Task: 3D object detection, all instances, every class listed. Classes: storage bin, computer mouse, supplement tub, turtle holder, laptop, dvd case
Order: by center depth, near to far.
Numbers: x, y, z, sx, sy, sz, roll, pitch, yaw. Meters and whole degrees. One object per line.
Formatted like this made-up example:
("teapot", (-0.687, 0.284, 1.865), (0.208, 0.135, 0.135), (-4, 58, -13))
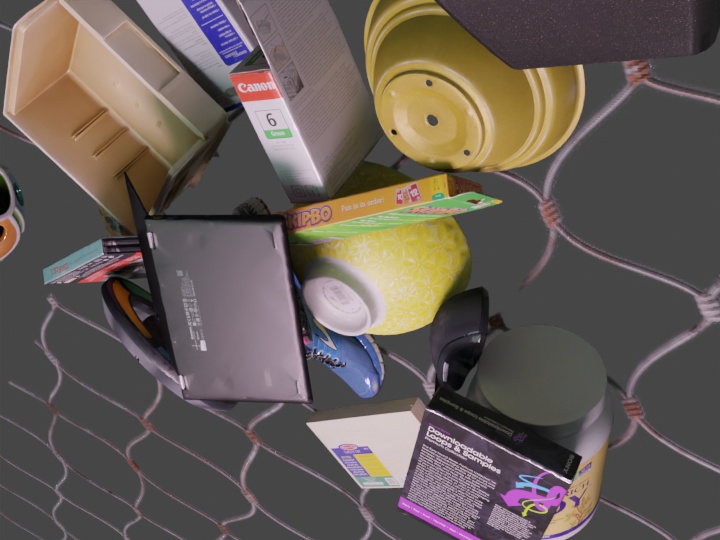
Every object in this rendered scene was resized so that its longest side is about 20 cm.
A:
("laptop", (-0.137, 0.013, 0.932), (0.199, 0.116, 0.188), (0, 118, 15))
("computer mouse", (0.083, 0.105, 0.984), (0.046, 0.141, 0.200), (9, 156, -3))
("storage bin", (-0.247, -0.157, 0.999), (0.200, 0.094, 0.199), (44, 153, -4))
("supplement tub", (0.178, 0.167, 1.004), (0.145, 0.146, 0.201), (18, 140, 22))
("dvd case", (-0.231, -0.015, 1.111), (0.146, 0.199, 0.022), (-19, 78, 48))
("turtle holder", (-0.494, -0.098, 1.274), (0.140, 0.186, 0.132), (18, 154, -32))

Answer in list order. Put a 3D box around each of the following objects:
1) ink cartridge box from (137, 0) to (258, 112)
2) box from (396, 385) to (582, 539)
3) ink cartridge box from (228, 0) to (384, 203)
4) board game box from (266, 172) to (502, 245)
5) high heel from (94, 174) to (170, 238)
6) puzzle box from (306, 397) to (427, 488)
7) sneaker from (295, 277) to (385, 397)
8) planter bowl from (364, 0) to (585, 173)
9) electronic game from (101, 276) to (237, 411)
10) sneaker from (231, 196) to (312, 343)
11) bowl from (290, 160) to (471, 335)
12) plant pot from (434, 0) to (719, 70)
("ink cartridge box", (-0.150, -0.243, 0.912), (0.099, 0.039, 0.200), (-9, 123, 44))
("box", (0.116, 0.204, 0.943), (0.142, 0.036, 0.200), (26, 143, 13))
("ink cartridge box", (-0.055, -0.169, 0.857), (0.050, 0.109, 0.201), (1, 130, 36))
("board game box", (0.017, -0.052, 0.869), (0.199, 0.095, 0.030), (-8, 86, 24))
("high heel", (-0.294, -0.080, 1.187), (0.143, 0.071, 0.200), (43, 146, 9))
("puzzle box", (0.035, 0.225, 1.276), (0.199, 0.025, 0.133), (-14, 121, 46))
("sneaker", (-0.056, 0.081, 1.141), (0.200, 0.089, 0.078), (45, 143, -12))
("planter bowl", (0.073, -0.142, 0.809), (0.200, 0.084, 0.201), (21, 141, 18))
("electronic game", (-0.211, 0.081, 1.111), (0.200, 0.042, 0.200), (45, -178, -2))
("sneaker", (-0.108, 0.000, 1.019), (0.074, 0.200, 0.081), (-18, 134, -2))
("bowl", (0.000, 0.000, 0.997), (0.199, 0.108, 0.201), (21, 140, 19))
("plant pot", (0.136, -0.232, 0.586), (0.199, 0.201, 0.178), (2, 142, 36))
